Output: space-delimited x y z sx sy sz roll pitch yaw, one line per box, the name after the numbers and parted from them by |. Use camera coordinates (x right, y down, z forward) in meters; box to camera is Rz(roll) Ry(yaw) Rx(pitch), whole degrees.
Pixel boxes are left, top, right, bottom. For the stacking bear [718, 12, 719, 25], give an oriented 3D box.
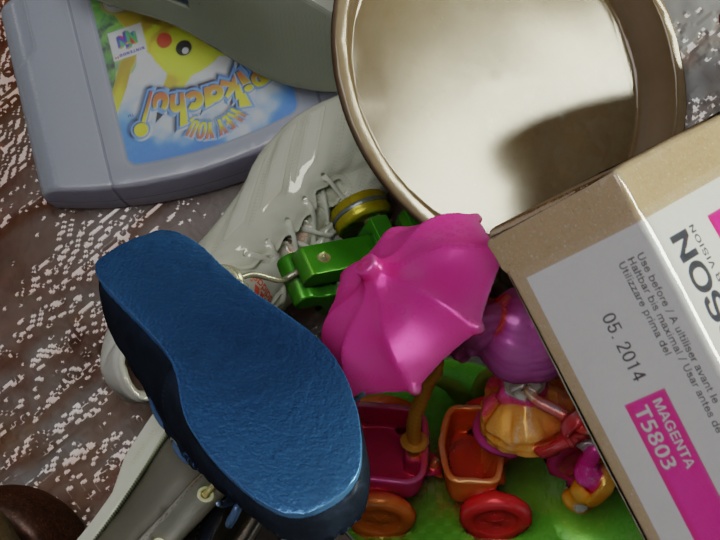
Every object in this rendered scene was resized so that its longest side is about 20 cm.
0.238 -0.033 0.999 0.113 0.121 0.202 -6 84 -21 | stacking bear

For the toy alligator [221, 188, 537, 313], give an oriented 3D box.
0.000 0.000 1.038 0.199 0.054 0.060 -15 67 -26 | toy alligator

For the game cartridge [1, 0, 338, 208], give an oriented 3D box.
-0.085 -0.110 1.126 0.199 0.040 0.134 -18 75 6 | game cartridge

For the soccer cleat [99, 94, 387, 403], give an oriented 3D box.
-0.049 -0.007 1.058 0.200 0.078 0.069 -45 106 0 | soccer cleat

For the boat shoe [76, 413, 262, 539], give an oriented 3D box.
-0.097 0.146 0.947 0.060 0.072 0.203 21 73 30 | boat shoe

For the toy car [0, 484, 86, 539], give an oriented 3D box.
-0.205 0.160 0.982 0.164 0.200 0.158 27 81 18 | toy car

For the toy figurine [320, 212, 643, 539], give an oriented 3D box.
0.056 0.054 0.951 0.198 0.185 0.151 2 54 4 | toy figurine

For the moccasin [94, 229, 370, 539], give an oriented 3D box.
-0.048 0.054 0.907 0.080 0.069 0.200 -21 40 -14 | moccasin

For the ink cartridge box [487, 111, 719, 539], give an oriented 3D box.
0.164 0.038 0.899 0.075 0.164 0.201 -27 90 38 | ink cartridge box

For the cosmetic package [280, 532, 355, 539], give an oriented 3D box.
-0.067 0.204 0.888 0.073 0.103 0.200 44 109 13 | cosmetic package

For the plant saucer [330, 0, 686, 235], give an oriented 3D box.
0.071 -0.097 1.042 0.199 0.029 0.202 7 74 -25 | plant saucer

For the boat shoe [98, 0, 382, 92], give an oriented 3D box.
-0.067 -0.157 1.080 0.200 0.070 0.072 24 55 16 | boat shoe
